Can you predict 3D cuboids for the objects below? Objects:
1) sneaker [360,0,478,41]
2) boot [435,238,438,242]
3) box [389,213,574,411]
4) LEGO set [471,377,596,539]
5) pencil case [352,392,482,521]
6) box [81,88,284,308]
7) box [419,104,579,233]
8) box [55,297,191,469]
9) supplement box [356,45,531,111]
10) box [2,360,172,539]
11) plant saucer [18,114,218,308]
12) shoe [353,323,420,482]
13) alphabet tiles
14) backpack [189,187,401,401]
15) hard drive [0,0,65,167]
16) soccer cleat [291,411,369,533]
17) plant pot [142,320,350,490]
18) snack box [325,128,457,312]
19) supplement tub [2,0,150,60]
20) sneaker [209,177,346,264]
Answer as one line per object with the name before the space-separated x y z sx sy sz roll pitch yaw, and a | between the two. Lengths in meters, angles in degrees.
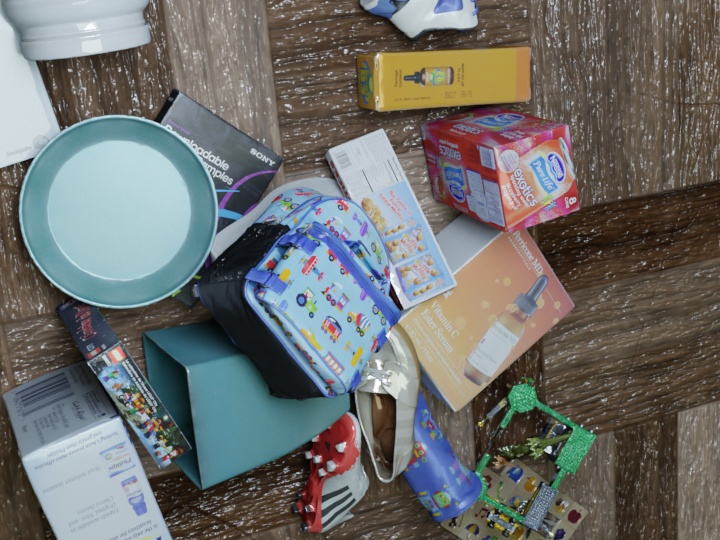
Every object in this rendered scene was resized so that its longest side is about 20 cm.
sneaker | 0.102 -0.337 1.176 0.199 0.081 0.115 -47 120 2
boot | 0.000 0.000 1.206 0.097 0.075 0.200 42 84 -4
box | 0.130 0.041 1.267 0.200 0.106 0.152 -41 115 -8
LEGO set | 0.216 0.248 1.373 0.154 0.116 0.200 22 85 6
pencil case | 0.070 0.209 1.278 0.078 0.087 0.200 -31 95 21
box | -0.194 -0.077 1.138 0.143 0.036 0.200 31 90 -27
box | 0.154 -0.121 1.181 0.095 0.200 0.100 -18 110 -16
box | -0.248 0.108 1.072 0.038 0.200 0.137 -33 115 -14
supplement box | 0.097 -0.225 1.205 0.200 0.069 0.067 -7 106 -23
box | -0.285 0.224 1.099 0.105 0.184 0.200 -23 112 -18
plant saucer | -0.250 -0.061 1.080 0.200 0.036 0.200 -2 98 -13
shoe | 0.031 0.150 1.190 0.053 0.070 0.200 -40 129 -58
alphabet tiles | 0.206 0.356 1.440 0.200 0.008 0.167 38 88 -26
backpack | -0.042 0.011 1.063 0.183 0.135 0.200 55 53 -24
hard drive | -0.390 -0.198 1.028 0.132 0.027 0.200 -21 112 -16
soccer cleat | -0.023 0.242 1.257 0.085 0.069 0.200 -6 131 -31
plant pot | -0.120 0.130 1.170 0.200 0.141 0.141 -13 109 -27
snack box | 0.035 -0.057 1.174 0.072 0.024 0.200 -24 85 -17
supplement tub | -0.277 -0.309 0.982 0.140 0.140 0.200 -13 109 -19
sneaker | -0.093 -0.023 1.184 0.200 0.074 0.116 -33 148 -34
